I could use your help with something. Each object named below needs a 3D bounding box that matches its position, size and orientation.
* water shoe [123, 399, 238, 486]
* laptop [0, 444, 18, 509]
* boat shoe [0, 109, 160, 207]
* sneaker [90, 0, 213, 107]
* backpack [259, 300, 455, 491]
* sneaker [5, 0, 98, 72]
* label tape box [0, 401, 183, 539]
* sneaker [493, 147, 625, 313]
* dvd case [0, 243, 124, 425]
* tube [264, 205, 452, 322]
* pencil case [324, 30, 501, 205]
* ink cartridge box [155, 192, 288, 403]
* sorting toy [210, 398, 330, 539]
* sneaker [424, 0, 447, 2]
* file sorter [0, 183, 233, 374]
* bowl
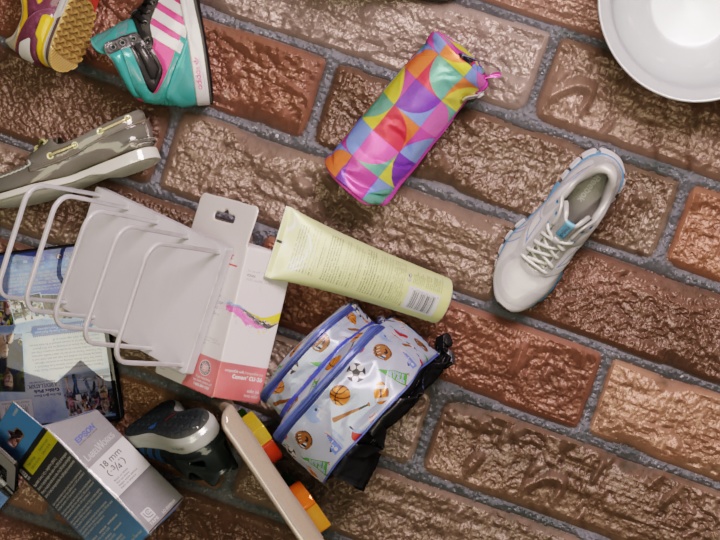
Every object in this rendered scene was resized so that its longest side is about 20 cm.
[{"bbox_3d":[-0.193,0.190,1.713,0.071,0.200,0.079,-35,103,-19],"label":"water shoe"},{"bbox_3d":[-0.483,0.213,1.782,0.187,0.200,0.116,41,67,4],"label":"laptop"},{"bbox_3d":[-0.316,-0.117,1.746,0.200,0.072,0.061,-17,85,9],"label":"boat shoe"},{"bbox_3d":[-0.228,-0.267,1.712,0.120,0.084,0.202,-9,97,-2],"label":"sneaker"},{"bbox_3d":[-0.011,0.128,1.675,0.154,0.191,0.201,36,99,-1],"label":"backpack"},{"bbox_3d":[-0.314,-0.315,1.718,0.090,0.075,0.201,22,86,26],"label":"sneaker"},{"bbox_3d":[-0.299,0.216,1.747,0.200,0.063,0.144,45,145,0],"label":"label tape box"},{"bbox_3d":[0.202,-0.040,1.683,0.075,0.087,0.201,34,101,0],"label":"sneaker"},{"bbox_3d":[-0.344,0.074,1.798,0.141,0.018,0.202,-6,95,7],"label":"dvd case"},{"bbox_3d":[0.000,0.000,1.694,0.199,0.058,0.052,19,131,-20],"label":"tube"},{"bbox_3d":[0.051,-0.157,1.689,0.088,0.088,0.200,42,102,0],"label":"pencil case"},{"bbox_3d":[-0.139,0.028,1.706,0.116,0.067,0.202,17,94,50],"label":"ink cartridge box"},{"bbox_3d":[-0.090,0.210,1.692,0.036,0.200,0.186,-34,94,-6],"label":"sorting toy"},{"bbox_3d":[0.045,-0.313,1.671,0.198,0.079,0.076,-5,96,6],"label":"sneaker"},{"bbox_3d":[-0.260,0.003,1.669,0.199,0.124,0.140,24,99,34],"label":"file sorter"},{"bbox_3d":[0.338,-0.272,1.633,0.199,0.090,0.203,1,97,8],"label":"bowl"}]
